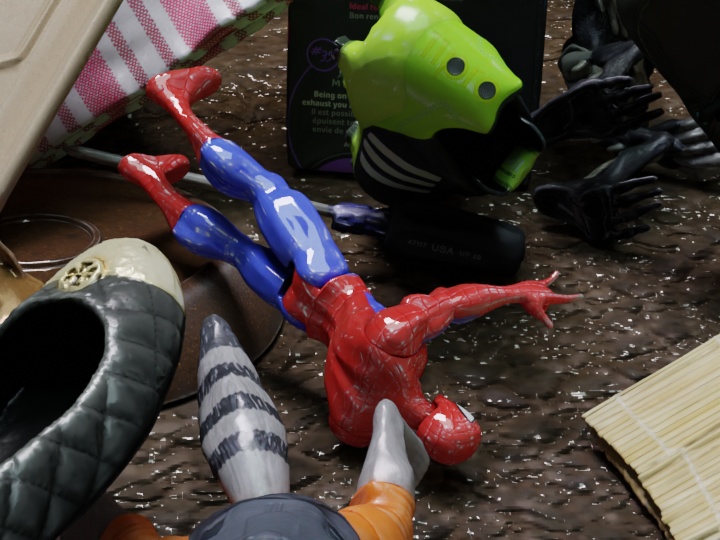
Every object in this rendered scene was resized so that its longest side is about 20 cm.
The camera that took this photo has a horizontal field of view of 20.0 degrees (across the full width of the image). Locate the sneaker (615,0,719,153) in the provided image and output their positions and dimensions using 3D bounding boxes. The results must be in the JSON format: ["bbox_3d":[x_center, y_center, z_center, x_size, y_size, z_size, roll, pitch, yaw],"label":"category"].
[{"bbox_3d":[0.182,-0.061,0.834,0.200,0.075,0.080,35,36,-27],"label":"sneaker"}]

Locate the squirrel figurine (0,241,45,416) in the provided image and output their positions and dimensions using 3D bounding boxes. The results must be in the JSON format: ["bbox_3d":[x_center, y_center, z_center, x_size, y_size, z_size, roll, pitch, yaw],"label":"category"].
[{"bbox_3d":[-0.196,0.039,0.645,0.186,0.142,0.200,24,45,21],"label":"squirrel figurine"}]

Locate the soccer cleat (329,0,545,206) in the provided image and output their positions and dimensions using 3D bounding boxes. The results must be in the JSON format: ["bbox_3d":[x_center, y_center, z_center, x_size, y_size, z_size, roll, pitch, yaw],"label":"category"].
[{"bbox_3d":[0.037,-0.055,0.852,0.081,0.068,0.200,36,-6,13],"label":"soccer cleat"}]

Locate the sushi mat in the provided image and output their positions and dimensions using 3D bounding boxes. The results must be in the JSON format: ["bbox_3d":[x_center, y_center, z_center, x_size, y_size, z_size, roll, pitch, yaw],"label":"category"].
[{"bbox_3d":[0.177,0.025,0.691,0.199,0.012,0.096,-31,30,1],"label":"sushi mat"}]

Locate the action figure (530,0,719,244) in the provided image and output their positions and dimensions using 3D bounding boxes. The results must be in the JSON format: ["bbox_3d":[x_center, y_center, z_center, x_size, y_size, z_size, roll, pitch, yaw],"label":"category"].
[{"bbox_3d":[0.137,-0.093,0.956,0.101,0.120,0.200,-1,32,19],"label":"action figure"}]

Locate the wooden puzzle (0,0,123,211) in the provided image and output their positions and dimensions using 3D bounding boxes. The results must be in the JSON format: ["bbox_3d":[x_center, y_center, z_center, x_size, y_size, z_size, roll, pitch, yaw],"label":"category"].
[{"bbox_3d":[-0.193,-0.122,0.864,0.199,0.037,0.186,21,69,17],"label":"wooden puzzle"}]

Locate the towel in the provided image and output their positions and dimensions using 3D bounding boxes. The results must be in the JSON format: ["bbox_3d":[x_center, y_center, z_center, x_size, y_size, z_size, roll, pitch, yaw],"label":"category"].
[{"bbox_3d":[-0.131,-0.140,0.910,0.199,0.147,0.030,-34,-4,0],"label":"towel"}]

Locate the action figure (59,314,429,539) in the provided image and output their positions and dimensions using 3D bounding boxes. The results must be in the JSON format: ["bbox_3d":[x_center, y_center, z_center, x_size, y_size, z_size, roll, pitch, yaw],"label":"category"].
[{"bbox_3d":[-0.053,0.088,0.547,0.198,0.105,0.194,-1,15,-7],"label":"action figure"}]

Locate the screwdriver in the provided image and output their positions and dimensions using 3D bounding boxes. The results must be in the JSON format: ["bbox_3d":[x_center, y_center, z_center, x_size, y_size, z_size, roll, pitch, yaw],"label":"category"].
[{"bbox_3d":[-0.028,-0.026,0.859,0.199,0.029,0.028,10,56,0],"label":"screwdriver"}]

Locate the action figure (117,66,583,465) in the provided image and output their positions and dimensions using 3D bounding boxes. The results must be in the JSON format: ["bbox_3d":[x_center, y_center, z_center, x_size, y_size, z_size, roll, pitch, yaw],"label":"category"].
[{"bbox_3d":[0.000,0.000,0.766,0.099,0.066,0.200,-6,41,-37],"label":"action figure"}]

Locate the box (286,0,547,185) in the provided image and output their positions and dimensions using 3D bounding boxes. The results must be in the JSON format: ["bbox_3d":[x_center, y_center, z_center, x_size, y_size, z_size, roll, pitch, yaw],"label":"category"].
[{"bbox_3d":[0.030,-0.155,0.970,0.121,0.201,0.106,4,24,5],"label":"box"}]

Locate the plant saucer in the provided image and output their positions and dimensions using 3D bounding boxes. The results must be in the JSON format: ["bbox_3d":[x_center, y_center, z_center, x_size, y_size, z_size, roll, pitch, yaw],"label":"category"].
[{"bbox_3d":[-0.130,0.001,0.818,0.199,0.035,0.200,1,23,-1],"label":"plant saucer"}]

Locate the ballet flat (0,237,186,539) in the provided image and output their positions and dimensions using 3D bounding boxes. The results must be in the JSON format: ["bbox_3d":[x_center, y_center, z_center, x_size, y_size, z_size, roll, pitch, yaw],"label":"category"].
[{"bbox_3d":[-0.103,0.047,0.547,0.066,0.057,0.200,-13,28,33],"label":"ballet flat"}]
